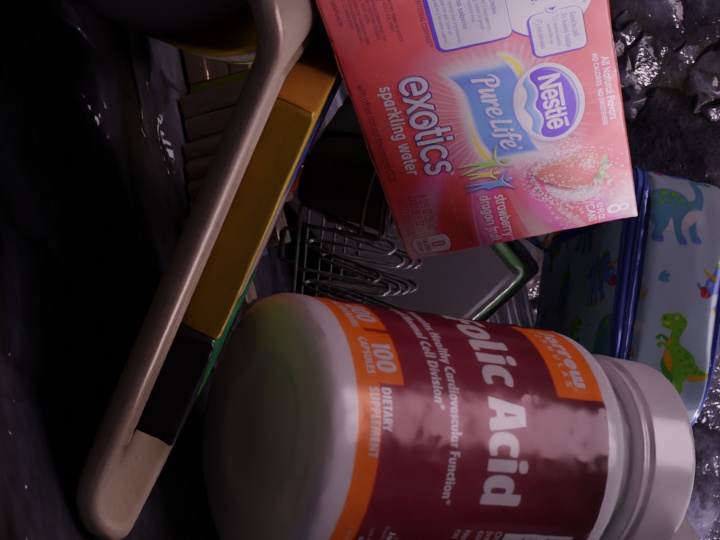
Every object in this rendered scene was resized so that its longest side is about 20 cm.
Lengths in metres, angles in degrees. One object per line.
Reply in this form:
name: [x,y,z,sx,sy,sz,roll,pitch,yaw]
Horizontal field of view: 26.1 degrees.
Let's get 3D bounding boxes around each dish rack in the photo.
dish rack: [0.000,0.000,0.784,0.154,0.054,0.202,-60,161,-55]

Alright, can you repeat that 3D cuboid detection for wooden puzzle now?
wooden puzzle: [-0.045,-0.022,0.578,0.185,0.037,0.202,-73,-177,-71]

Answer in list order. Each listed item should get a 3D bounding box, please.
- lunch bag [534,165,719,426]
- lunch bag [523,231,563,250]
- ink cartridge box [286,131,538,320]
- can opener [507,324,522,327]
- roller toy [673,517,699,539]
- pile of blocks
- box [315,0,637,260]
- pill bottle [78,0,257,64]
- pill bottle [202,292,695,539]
lunch bag: [0.170,0.020,1.011,0.200,0.081,0.163,147,-46,-81]
lunch bag: [0.056,-0.109,0.944,0.200,0.075,0.161,41,10,-41]
ink cartridge box: [0.037,-0.027,1.013,0.146,0.087,0.200,49,10,6]
can opener: [0.047,0.083,0.944,0.199,0.053,0.067,-14,66,-50]
roller toy: [0.125,0.198,1.036,0.199,0.141,0.182,33,15,13]
pile of blocks: [-0.051,-0.061,0.789,0.082,0.061,0.202,63,17,-52]
box: [0.043,-0.105,0.585,0.201,0.101,0.096,66,16,-53]
pill bottle: [-0.072,-0.152,0.650,0.200,0.110,0.113,-10,86,-80]
pill bottle: [0.042,0.078,0.677,0.198,0.114,0.115,9,58,-31]
